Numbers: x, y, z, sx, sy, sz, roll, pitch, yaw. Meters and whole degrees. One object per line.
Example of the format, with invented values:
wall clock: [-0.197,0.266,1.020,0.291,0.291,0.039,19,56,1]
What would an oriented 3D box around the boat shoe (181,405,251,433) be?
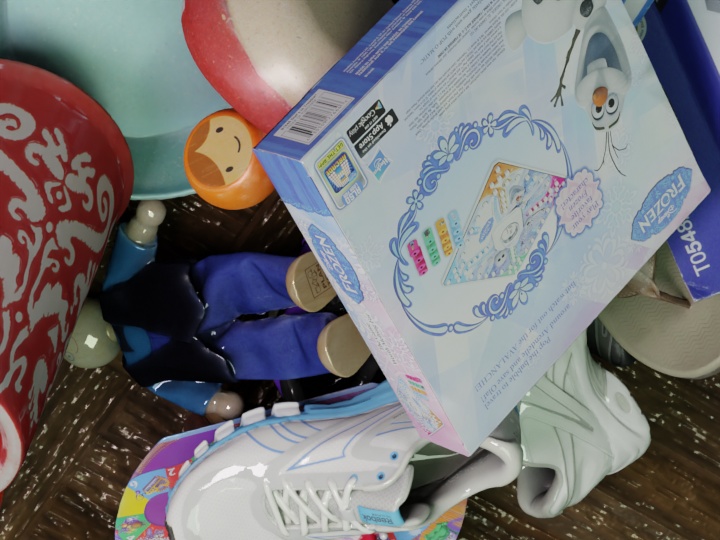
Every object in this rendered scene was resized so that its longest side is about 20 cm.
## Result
boat shoe: [-0.033,0.149,1.608,0.070,0.070,0.200,-44,115,13]

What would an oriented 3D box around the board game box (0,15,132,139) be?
board game box: [-0.228,-0.043,1.507,0.200,0.023,0.105,-43,117,14]

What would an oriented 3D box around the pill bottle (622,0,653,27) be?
pill bottle: [0.124,-0.197,1.429,0.112,0.112,0.200,27,110,-20]

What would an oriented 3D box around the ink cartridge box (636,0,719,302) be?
ink cartridge box: [0.229,-0.109,1.458,0.200,0.200,0.041,-23,161,3]

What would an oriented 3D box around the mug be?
mug: [-0.184,0.022,1.388,0.133,0.200,0.178,-22,126,28]

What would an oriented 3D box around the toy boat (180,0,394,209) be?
toy boat: [-0.031,-0.073,1.405,0.131,0.131,0.200,-23,130,19]

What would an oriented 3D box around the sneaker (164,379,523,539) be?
sneaker: [-0.007,0.109,1.452,0.200,0.087,0.075,-21,119,2]

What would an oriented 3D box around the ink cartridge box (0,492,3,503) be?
ink cartridge box: [-0.238,0.064,1.457,0.057,0.163,0.200,-32,119,23]

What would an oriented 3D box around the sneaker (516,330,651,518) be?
sneaker: [0.080,0.059,1.521,0.099,0.078,0.200,-47,118,-20]

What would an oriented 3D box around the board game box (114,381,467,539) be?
board game box: [-0.034,0.146,1.534,0.200,0.039,0.158,-15,129,-5]

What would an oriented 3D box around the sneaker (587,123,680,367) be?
sneaker: [0.183,-0.028,1.536,0.083,0.071,0.200,44,113,12]

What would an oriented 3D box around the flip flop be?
flip flop: [0.129,-0.023,1.492,0.081,0.058,0.200,-42,77,28]

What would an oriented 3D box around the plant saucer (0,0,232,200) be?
plant saucer: [-0.110,-0.137,1.455,0.199,0.036,0.201,-5,111,-13]

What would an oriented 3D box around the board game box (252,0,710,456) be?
board game box: [0.065,-0.049,1.357,0.200,0.043,0.199,-46,127,-22]

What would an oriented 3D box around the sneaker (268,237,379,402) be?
sneaker: [0.001,0.000,1.517,0.069,0.100,0.201,9,117,-13]

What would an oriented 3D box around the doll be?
doll: [-0.088,0.023,1.498,0.200,0.048,0.137,-8,115,41]
